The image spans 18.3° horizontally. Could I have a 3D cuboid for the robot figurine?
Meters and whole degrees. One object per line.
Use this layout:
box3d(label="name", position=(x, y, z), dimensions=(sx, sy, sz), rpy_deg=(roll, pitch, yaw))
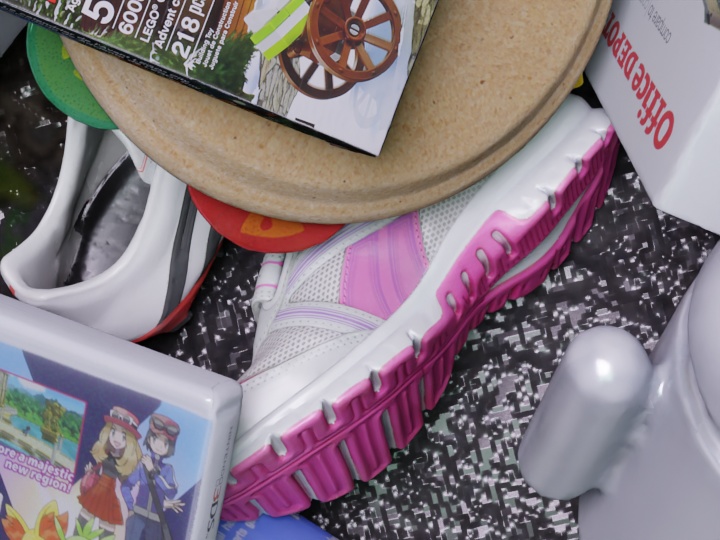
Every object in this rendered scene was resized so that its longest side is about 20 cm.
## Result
box3d(label="robot figurine", position=(0.131, 0.051, 0.624), dimensions=(0.169, 0.200, 0.113), rpy_deg=(6, 54, -10))

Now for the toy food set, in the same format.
box3d(label="toy food set", position=(-0.011, -0.108, 0.690), dimensions=(0.199, 0.049, 0.199), rpy_deg=(-15, 102, -18))

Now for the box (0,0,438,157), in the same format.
box3d(label="box", position=(-0.024, -0.150, 0.633), dimensions=(0.136, 0.038, 0.201), rpy_deg=(20, 90, -21))

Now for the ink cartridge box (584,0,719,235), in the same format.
box3d(label="ink cartridge box", position=(0.154, -0.113, 0.686), dimensions=(0.083, 0.146, 0.201), rpy_deg=(21, 110, -13))

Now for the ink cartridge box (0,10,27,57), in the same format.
box3d(label="ink cartridge box", position=(-0.200, -0.098, 0.746), dimensions=(0.145, 0.085, 0.200), rpy_deg=(48, 125, 3))

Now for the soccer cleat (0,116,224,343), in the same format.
box3d(label="soccer cleat", position=(-0.055, -0.064, 0.766), dimensions=(0.069, 0.085, 0.200), rpy_deg=(35, 99, 26))

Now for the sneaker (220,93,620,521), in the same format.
box3d(label="sneaker", position=(0.000, 0.000, 0.759), dimensions=(0.088, 0.081, 0.200), rpy_deg=(36, 65, 17))

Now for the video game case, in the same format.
box3d(label="video game case", position=(-0.141, 0.090, 0.713), dimensions=(0.199, 0.023, 0.183), rpy_deg=(19, 108, 22))

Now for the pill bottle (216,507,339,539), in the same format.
box3d(label="pill bottle", position=(-0.077, 0.113, 0.770), dimensions=(0.200, 0.112, 0.112), rpy_deg=(33, 96, 4))
